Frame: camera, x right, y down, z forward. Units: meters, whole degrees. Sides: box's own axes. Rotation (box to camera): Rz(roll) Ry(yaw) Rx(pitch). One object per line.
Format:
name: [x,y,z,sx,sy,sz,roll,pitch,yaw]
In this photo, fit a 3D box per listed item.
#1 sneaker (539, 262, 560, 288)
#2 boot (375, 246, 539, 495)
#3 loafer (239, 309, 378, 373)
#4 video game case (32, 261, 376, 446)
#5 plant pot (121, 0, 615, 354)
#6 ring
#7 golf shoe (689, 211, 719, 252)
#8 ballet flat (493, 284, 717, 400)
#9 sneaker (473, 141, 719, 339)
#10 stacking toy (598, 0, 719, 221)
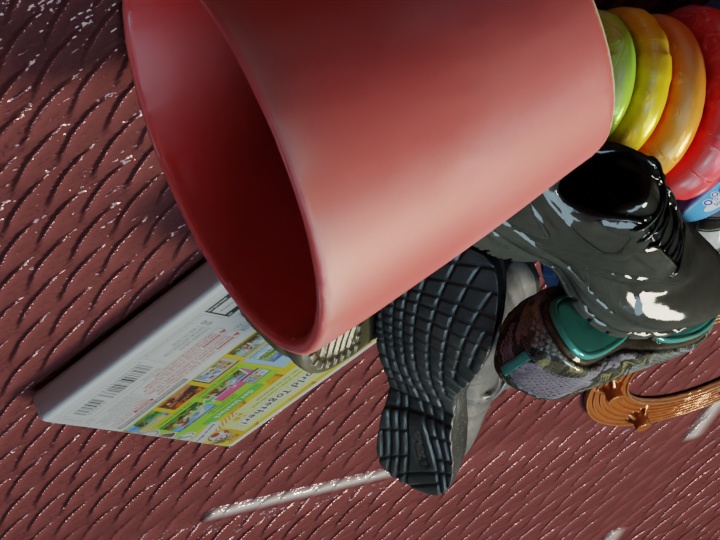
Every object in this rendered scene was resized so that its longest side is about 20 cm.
sneaker: [0.134,-0.031,1.497,0.078,0.089,0.200,-24,156,2]
boot: [0.064,0.024,1.471,0.132,0.070,0.200,-52,163,-41]
loafer: [0.000,0.000,1.459,0.200,0.067,0.076,-21,134,-59]
video game case: [-0.073,0.044,1.560,0.200,0.023,0.182,-37,151,27]
plant pot: [0.009,-0.087,1.184,0.177,0.201,0.201,-24,157,-18]
ring: [0.262,0.069,1.891,0.200,0.019,0.201,-19,156,-9]
golf shoe: [0.244,-0.018,1.542,0.200,0.094,0.078,-46,173,11]
ballet flat: [0.134,0.034,1.444,0.072,0.072,0.200,-38,166,31]
sneaker: [0.137,-0.022,1.341,0.200,0.076,0.091,24,150,-36]
stacking toy: [0.122,-0.102,1.354,0.200,0.110,0.116,11,144,-33]
